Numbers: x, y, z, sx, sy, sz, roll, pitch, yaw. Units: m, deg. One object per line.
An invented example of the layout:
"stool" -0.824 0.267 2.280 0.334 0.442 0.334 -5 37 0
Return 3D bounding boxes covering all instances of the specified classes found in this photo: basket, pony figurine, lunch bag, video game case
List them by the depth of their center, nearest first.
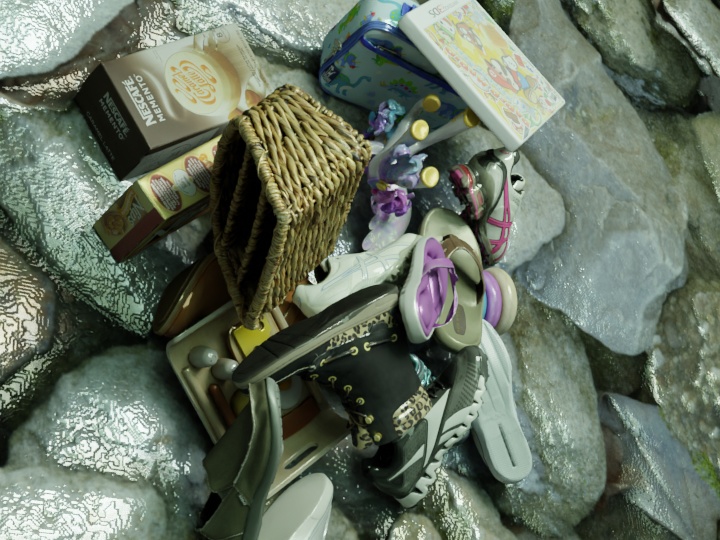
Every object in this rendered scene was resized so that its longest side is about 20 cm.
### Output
"basket" -0.101 -0.070 1.451 0.143 0.200 0.149 38 55 11
"pony figurine" 0.033 -0.123 1.726 0.167 0.200 0.193 43 65 -17
"video game case" 0.148 -0.245 1.727 0.200 0.023 0.182 49 33 0
"lunch bag" 0.059 -0.256 1.807 0.200 0.161 0.083 25 55 -25

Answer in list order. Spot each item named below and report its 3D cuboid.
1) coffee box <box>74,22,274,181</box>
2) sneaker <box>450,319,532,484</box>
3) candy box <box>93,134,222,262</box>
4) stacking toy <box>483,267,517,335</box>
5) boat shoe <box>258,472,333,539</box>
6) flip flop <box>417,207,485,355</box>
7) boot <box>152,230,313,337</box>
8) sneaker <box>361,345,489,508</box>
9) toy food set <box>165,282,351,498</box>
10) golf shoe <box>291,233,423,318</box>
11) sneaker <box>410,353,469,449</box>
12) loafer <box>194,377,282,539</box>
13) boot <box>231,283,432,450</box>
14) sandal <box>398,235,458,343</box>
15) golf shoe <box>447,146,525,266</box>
"coffee box" -0.204 -0.192 1.638 0.200 0.080 0.114 -27 85 -41
"sneaker" 0.147 0.157 1.723 0.073 0.071 0.200 -11 83 -12
"candy box" -0.182 -0.091 1.579 0.200 0.115 0.055 -34 88 -42
"stacking toy" 0.086 0.040 1.739 0.200 0.085 0.085 -1 68 -30
"boat shoe" -0.070 0.301 1.499 0.069 0.072 0.200 55 38 -29
"flip flop" 0.112 0.006 1.690 0.081 0.058 0.200 11 50 -15
"boot" -0.128 0.040 1.592 0.155 0.077 0.200 46 42 -14
"sneaker" 0.067 0.165 1.598 0.090 0.200 0.066 25 10 -27
"toy food set" -0.100 0.120 1.528 0.143 0.060 0.200 -36 108 -31
"golf shoe" 0.000 0.000 1.631 0.097 0.078 0.200 31 38 13
"sneaker" 0.051 0.139 1.652 0.200 0.086 0.078 33 53 -18
"loafer" -0.122 0.197 1.447 0.070 0.200 0.075 10 22 -10
"boot" -0.022 0.119 1.510 0.200 0.073 0.151 -30 109 -24
"sandal" 0.084 0.023 1.574 0.203 0.050 0.083 -67 144 -62
"golf shoe" 0.168 -0.075 1.780 0.092 0.200 0.073 -28 59 -6
